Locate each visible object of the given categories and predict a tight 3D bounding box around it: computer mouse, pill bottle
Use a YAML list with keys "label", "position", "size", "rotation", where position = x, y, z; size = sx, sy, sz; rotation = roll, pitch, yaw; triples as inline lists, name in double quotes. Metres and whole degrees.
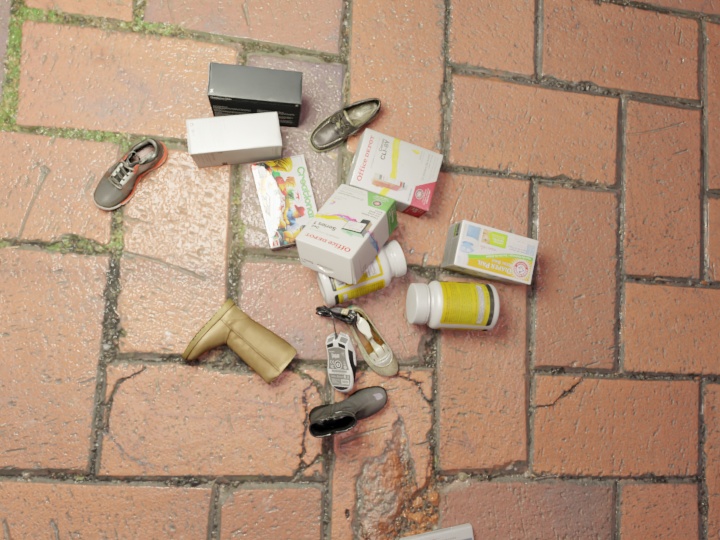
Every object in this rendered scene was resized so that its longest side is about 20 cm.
- label: "computer mouse"
  position: [-0.046, 0.180, 1.190]
  size: [0.109, 0.044, 0.202]
  rotation: [-2, 97, 32]
- label: "pill bottle"
  position: [0.215, 0.083, 1.215]
  size: [0.198, 0.114, 0.115]
  rotation: [4, 86, -10]
- label: "pill bottle"
  position: [0.000, 0.000, 1.183]
  size: [0.199, 0.112, 0.113]
  rotation: [-18, 90, -10]

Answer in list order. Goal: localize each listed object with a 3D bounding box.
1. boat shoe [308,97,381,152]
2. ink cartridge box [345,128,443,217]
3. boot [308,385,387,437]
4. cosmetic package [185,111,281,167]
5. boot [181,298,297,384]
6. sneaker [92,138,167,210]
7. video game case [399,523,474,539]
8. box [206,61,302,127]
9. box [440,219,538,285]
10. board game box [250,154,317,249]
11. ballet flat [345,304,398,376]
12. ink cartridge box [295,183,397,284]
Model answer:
- label: "boat shoe"
  position: [-0.037, -0.356, 1.222]
  size: [0.200, 0.065, 0.073]
  rotation: [-38, 95, -9]
- label: "ink cartridge box"
  position: [0.078, -0.231, 1.225]
  size: [0.198, 0.083, 0.146]
  rotation: [17, 83, -8]
- label: "boot"
  position: [-0.020, 0.324, 1.151]
  size: [0.199, 0.132, 0.070]
  rotation: [-21, 90, -10]
- label: "cosmetic package"
  position: [-0.279, -0.293, 1.154]
  size: [0.198, 0.113, 0.082]
  rotation: [-7, 87, -8]
- label: "boot"
  position: [-0.271, 0.186, 1.150]
  size: [0.200, 0.066, 0.175]
  rotation: [42, 81, -6]
- label: "sneaker"
  position: [-0.514, -0.221, 1.123]
  size: [0.077, 0.082, 0.200]
  rotation: [40, 81, -5]
- label: "video game case"
  position: [0.192, 0.722, 1.219]
  size: [0.181, 0.023, 0.202]
  rotation: [-7, 88, -10]
- label: "box"
  position: [-0.233, -0.390, 1.152]
  size: [0.198, 0.141, 0.080]
  rotation: [3, 87, -10]
- label: "box"
  position: [0.312, -0.038, 1.245]
  size: [0.198, 0.101, 0.113]
  rotation: [14, 84, -9]
- label: "board game box"
  position: [-0.172, -0.160, 1.202]
  size: [0.125, 0.035, 0.202]
  rotation: [-14, 89, -11]
- label: "ballet flat"
  position: [0.024, 0.170, 1.203]
  size: [0.067, 0.062, 0.201]
  rotation: [-36, 93, -10]
- label: "ink cartridge box"
  position: [-0.028, -0.084, 1.128]
  size: [0.144, 0.084, 0.200]
  rotation: [20, 54, 23]
